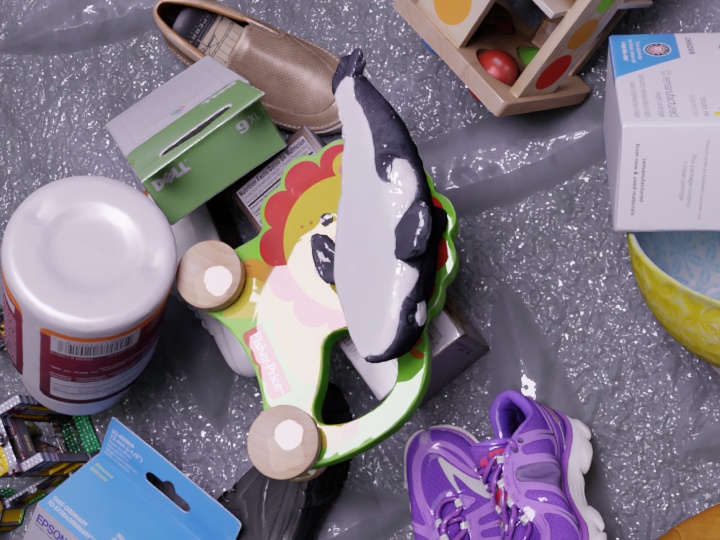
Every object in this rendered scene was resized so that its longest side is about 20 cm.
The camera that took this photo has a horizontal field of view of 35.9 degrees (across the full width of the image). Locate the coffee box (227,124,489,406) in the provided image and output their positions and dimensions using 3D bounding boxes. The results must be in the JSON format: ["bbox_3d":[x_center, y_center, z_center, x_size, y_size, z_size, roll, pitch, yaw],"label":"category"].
[{"bbox_3d":[0.000,0.000,0.843,0.080,0.113,0.200,-39,72,7],"label":"coffee box"}]

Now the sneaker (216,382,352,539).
[{"bbox_3d":[-0.069,0.177,0.858,0.090,0.076,0.201,17,84,25],"label":"sneaker"}]

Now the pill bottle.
[{"bbox_3d":[-0.198,0.028,0.801,0.113,0.200,0.115,7,63,-14],"label":"pill bottle"}]

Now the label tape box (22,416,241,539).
[{"bbox_3d":[-0.193,0.238,0.857,0.143,0.066,0.201,34,114,19],"label":"label tape box"}]

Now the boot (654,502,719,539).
[{"bbox_3d":[0.215,0.206,0.727,0.200,0.144,0.071,-28,75,11],"label":"boot"}]

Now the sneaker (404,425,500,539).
[{"bbox_3d":[0.076,0.209,0.793,0.080,0.083,0.201,-16,76,14],"label":"sneaker"}]

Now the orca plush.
[{"bbox_3d":[0.020,-0.039,0.727,0.105,0.071,0.201,-39,57,38],"label":"orca plush"}]

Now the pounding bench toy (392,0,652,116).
[{"bbox_3d":[0.150,-0.210,0.833,0.124,0.199,0.156,50,128,20],"label":"pounding bench toy"}]

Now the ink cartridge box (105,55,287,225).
[{"bbox_3d":[-0.121,-0.096,0.825,0.104,0.200,0.059,-35,115,-6],"label":"ink cartridge box"}]

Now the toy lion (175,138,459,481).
[{"bbox_3d":[-0.013,0.018,0.758,0.191,0.069,0.201,-26,74,3],"label":"toy lion"}]

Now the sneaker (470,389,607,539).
[{"bbox_3d":[0.107,0.156,0.747,0.083,0.200,0.081,35,116,-13],"label":"sneaker"}]

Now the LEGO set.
[{"bbox_3d":[-0.311,0.118,0.914,0.153,0.116,0.201,-21,75,12],"label":"LEGO set"}]

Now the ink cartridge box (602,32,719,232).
[{"bbox_3d":[0.268,-0.096,0.741,0.199,0.145,0.085,1,125,8],"label":"ink cartridge box"}]

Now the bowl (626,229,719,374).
[{"bbox_3d":[0.277,0.016,0.746,0.199,0.200,0.108,7,126,18],"label":"bowl"}]

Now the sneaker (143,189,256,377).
[{"bbox_3d":[-0.132,0.010,0.908,0.084,0.073,0.201,-30,63,13],"label":"sneaker"}]

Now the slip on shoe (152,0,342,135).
[{"bbox_3d":[-0.087,-0.176,0.924,0.199,0.061,0.076,34,92,19],"label":"slip on shoe"}]
